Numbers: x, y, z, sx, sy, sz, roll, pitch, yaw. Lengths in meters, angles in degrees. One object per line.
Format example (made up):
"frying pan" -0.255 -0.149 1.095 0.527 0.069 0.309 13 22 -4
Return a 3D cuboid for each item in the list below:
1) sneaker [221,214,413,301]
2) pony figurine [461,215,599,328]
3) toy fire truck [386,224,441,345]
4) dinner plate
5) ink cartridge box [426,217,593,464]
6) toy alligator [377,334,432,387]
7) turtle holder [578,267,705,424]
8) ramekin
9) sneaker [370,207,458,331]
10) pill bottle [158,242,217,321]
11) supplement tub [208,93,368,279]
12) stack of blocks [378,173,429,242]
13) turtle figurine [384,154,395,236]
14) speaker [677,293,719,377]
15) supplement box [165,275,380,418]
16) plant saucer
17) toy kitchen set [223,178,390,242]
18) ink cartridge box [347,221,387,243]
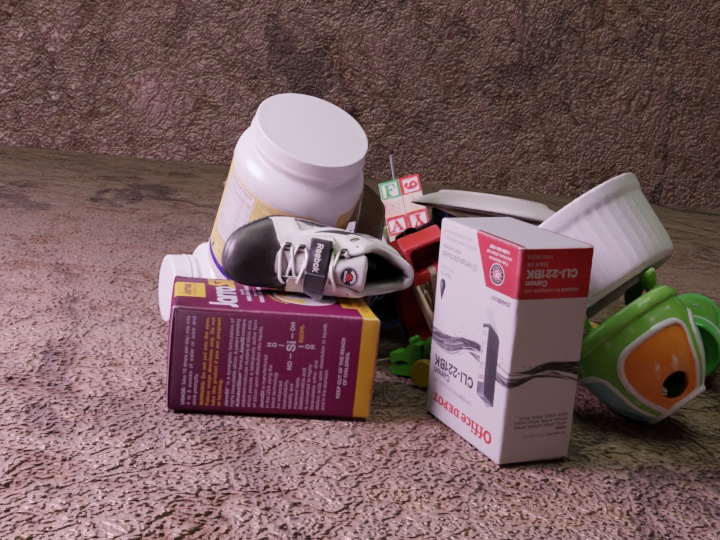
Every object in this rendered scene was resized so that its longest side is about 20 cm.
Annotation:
"sneaker" -0.035 -0.010 0.938 0.197 0.075 0.088 1 11 -29
"pony figurine" 0.178 0.042 1.208 0.198 0.168 0.193 17 12 -34
"toy fire truck" 0.072 0.029 1.086 0.048 0.202 0.141 -21 29 -9
"dinner plate" 0.159 -0.076 1.156 0.197 0.025 0.200 9 1 0
"ink cartridge box" 0.136 0.061 0.903 0.083 0.203 0.144 -3 14 -24
"toy alligator" 0.075 0.096 1.058 0.198 0.055 0.059 13 12 27
"turtle holder" 0.290 0.097 1.023 0.140 0.132 0.186 -28 -15 -27
"ramekin" 0.249 -0.008 1.060 0.098 0.200 0.200 57 30 13
"sneaker" 0.058 -0.003 1.202 0.078 0.200 0.071 34 32 -22
"pill bottle" -0.138 0.023 1.152 0.197 0.111 0.109 1 12 -26
"supplement tub" -0.079 -0.074 1.043 0.143 0.201 0.146 14 40 -12
"stack of blocks" 0.078 -0.031 1.365 0.058 0.117 0.201 -13 -28 4
"turtle figurine" 0.028 -0.061 1.594 0.143 0.202 0.194 -26 9 15
"speaker" 0.436 0.084 1.256 0.087 0.090 0.200 10 12 18
"supplement box" -0.091 0.073 0.948 0.197 0.105 0.131 4 12 -12
"plant saucer" 0.000 0.000 1.117 0.034 0.203 0.200 10 11 -1
"toy kitchen set" -0.059 -0.096 1.424 0.162 0.182 0.200 13 45 36
"ink cartridge box" -0.062 -0.004 1.311 0.197 0.077 0.137 -7 21 -7
